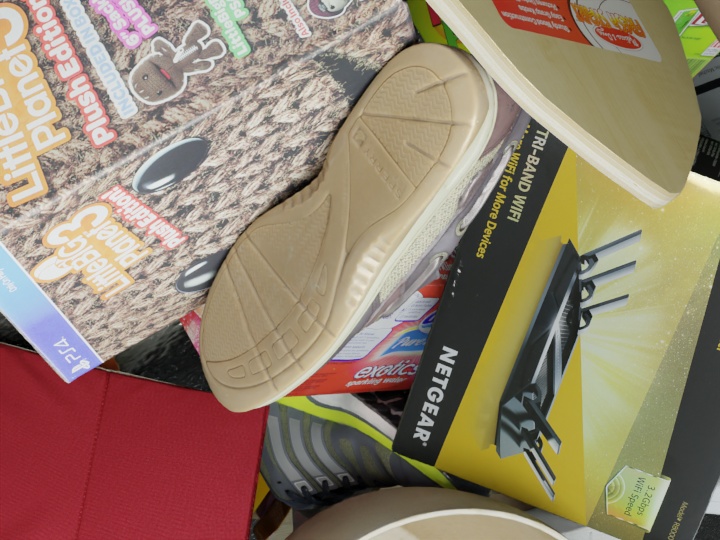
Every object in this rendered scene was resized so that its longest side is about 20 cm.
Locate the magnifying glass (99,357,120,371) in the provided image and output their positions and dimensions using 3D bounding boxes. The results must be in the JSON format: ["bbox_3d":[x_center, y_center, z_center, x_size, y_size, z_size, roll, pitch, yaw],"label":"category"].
[{"bbox_3d":[-0.150,0.115,1.258,0.022,0.080,0.200,-18,145,-21],"label":"magnifying glass"}]

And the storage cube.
[{"bbox_3d":[-0.155,0.164,1.121,0.171,0.180,0.200,13,146,-8],"label":"storage cube"}]

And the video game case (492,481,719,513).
[{"bbox_3d":[0.144,0.077,1.291,0.182,0.200,0.022,-51,138,-55],"label":"video game case"}]

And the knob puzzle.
[{"bbox_3d":[0.067,-0.106,0.880,0.030,0.220,0.220,-38,157,28],"label":"knob puzzle"}]

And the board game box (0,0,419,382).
[{"bbox_3d":[-0.078,-0.064,0.921,0.200,0.097,0.159,-30,158,-2],"label":"board game box"}]

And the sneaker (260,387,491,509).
[{"bbox_3d":[-0.005,0.099,1.218,0.074,0.200,0.081,4,104,-44],"label":"sneaker"}]

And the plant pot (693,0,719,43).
[{"bbox_3d":[0.201,-0.152,0.906,0.200,0.175,0.200,-6,144,-4],"label":"plant pot"}]

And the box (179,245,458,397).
[{"bbox_3d":[0.000,0.000,1.156,0.100,0.096,0.200,-43,155,29],"label":"box"}]

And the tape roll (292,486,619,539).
[{"bbox_3d":[0.060,0.144,1.280,0.203,0.037,0.203,-1,-169,0],"label":"tape roll"}]

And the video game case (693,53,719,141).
[{"bbox_3d":[0.177,-0.032,1.197,0.200,0.182,0.022,-21,158,-22],"label":"video game case"}]

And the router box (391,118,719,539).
[{"bbox_3d":[0.119,0.025,1.068,0.052,0.157,0.200,-57,165,-62],"label":"router box"}]

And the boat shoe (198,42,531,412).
[{"bbox_3d":[0.004,-0.013,0.912,0.065,0.072,0.200,0,137,-44],"label":"boat shoe"}]

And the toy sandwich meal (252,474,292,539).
[{"bbox_3d":[-0.005,0.103,1.402,0.205,0.070,0.205,-26,158,-12],"label":"toy sandwich meal"}]

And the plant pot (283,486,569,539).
[{"bbox_3d":[0.018,0.191,1.111,0.200,0.200,0.134,-27,-159,-10],"label":"plant pot"}]

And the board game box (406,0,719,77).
[{"bbox_3d":[0.124,-0.140,1.079,0.200,0.048,0.102,-3,145,-49],"label":"board game box"}]

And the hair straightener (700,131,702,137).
[{"bbox_3d":[0.165,-0.020,1.089,0.077,0.200,0.041,-21,-167,24],"label":"hair straightener"}]
